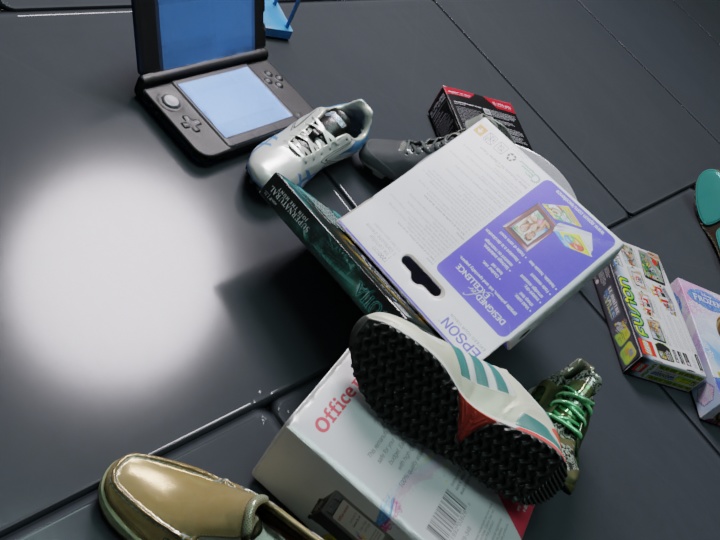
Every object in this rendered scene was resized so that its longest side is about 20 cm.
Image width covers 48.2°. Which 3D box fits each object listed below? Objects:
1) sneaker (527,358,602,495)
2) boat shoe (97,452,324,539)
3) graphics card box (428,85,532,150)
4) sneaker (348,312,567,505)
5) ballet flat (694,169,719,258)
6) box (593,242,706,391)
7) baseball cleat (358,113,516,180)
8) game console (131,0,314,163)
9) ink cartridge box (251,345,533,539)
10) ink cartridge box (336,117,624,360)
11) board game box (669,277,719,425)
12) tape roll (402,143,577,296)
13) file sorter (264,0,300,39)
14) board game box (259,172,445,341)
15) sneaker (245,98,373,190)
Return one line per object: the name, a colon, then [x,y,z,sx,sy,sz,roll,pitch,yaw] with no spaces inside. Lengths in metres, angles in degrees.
sneaker: [0.188,0.131,0.753,0.076,0.090,0.200,33,18,5]
boat shoe: [-0.086,0.177,0.561,0.197,0.077,0.072,28,43,-5]
graphics card box: [0.174,-0.150,1.071,0.123,0.051,0.203,7,48,-30]
sneaker: [0.077,0.099,0.644,0.198,0.071,0.093,35,20,1]
ballet flat: [0.586,-0.067,1.285,0.075,0.067,0.203,32,41,-39]
box: [0.359,0.049,1.028,0.108,0.035,0.203,17,45,-22]
baseball cleat: [0.099,-0.142,0.936,0.195,0.108,0.070,13,38,-1]
game console: [-0.139,-0.235,0.877,0.171,0.119,0.199,46,42,12]
ink cartridge box: [0.035,0.167,0.650,0.199,0.086,0.148,40,39,6]
ink cartridge box: [0.110,-0.028,0.767,0.198,0.044,0.199,-34,65,-18]
board game box: [0.502,0.125,1.054,0.196,0.041,0.202,19,44,-20]
tape roll: [0.127,-0.034,0.837,0.195,0.066,0.205,-3,63,7]
file sorter: [-0.160,-0.418,1.029,0.137,0.123,0.202,-3,54,-37]
board game box: [0.000,0.000,0.752,0.200,0.028,0.135,49,9,29]
sneaker: [-0.054,-0.141,0.886,0.072,0.073,0.200,43,42,6]
